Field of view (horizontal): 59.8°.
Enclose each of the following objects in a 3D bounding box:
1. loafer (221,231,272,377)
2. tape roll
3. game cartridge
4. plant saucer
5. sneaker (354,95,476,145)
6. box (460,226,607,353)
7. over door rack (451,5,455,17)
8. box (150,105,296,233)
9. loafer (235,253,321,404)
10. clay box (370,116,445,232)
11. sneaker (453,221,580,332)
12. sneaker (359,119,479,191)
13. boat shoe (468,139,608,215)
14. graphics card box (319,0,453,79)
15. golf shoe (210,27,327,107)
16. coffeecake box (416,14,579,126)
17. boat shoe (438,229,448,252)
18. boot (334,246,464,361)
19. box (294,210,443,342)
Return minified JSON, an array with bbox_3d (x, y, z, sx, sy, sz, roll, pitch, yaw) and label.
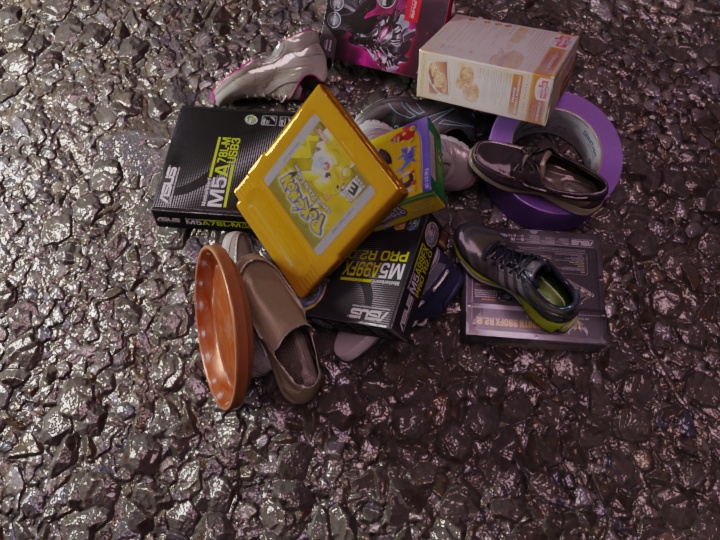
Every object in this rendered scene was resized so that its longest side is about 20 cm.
[{"bbox_3d":[-0.147,0.041,0.856,0.068,0.069,0.206,-18,77,26],"label":"loafer"},{"bbox_3d":[0.284,-0.165,0.937,0.193,0.066,0.206,0,70,1],"label":"tape roll"},{"bbox_3d":[-0.060,-0.096,0.792,0.200,0.032,0.178,-44,75,23],"label":"game cartridge"},{"bbox_3d":[-0.172,0.070,0.790,0.031,0.201,0.206,-7,68,-26],"label":"plant saucer"},{"bbox_3d":[0.084,-0.219,0.951,0.193,0.076,0.082,-10,73,-3],"label":"sneaker"},{"bbox_3d":[0.240,0.025,0.879,0.193,0.049,0.163,3,71,1],"label":"box"},{"bbox_3d":[0.067,-0.503,1.045,0.143,0.067,0.206,-15,92,-5],"label":"over door rack"},{"bbox_3d":[-0.191,-0.152,0.924,0.187,0.048,0.205,6,59,-1],"label":"box"},{"bbox_3d":[-0.097,0.069,0.793,0.075,0.068,0.204,-27,91,-30],"label":"loafer"},{"bbox_3d":[0.013,-0.111,0.823,0.195,0.047,0.118,-17,56,27],"label":"clay box"},{"bbox_3d":[0.209,-0.004,0.820,0.198,0.081,0.074,36,74,12],"label":"sneaker"},{"bbox_3d":[0.078,-0.153,0.903,0.194,0.083,0.089,12,29,2],"label":"sneaker"},{"bbox_3d":[0.245,-0.139,0.859,0.195,0.065,0.073,25,72,9],"label":"boat shoe"},{"bbox_3d":[0.038,-0.383,0.989,0.194,0.051,0.129,15,109,6],"label":"graphics card box"},{"bbox_3d":[-0.140,-0.296,0.979,0.196,0.076,0.093,-27,104,7],"label":"golf shoe"},{"bbox_3d":[0.201,-0.299,0.917,0.195,0.075,0.154,19,45,21],"label":"coffeecake box"},{"bbox_3d":[0.044,-0.090,0.907,0.196,0.072,0.069,28,73,13],"label":"boat shoe"},{"bbox_3d":[0.056,0.059,0.854,0.201,0.090,0.073,-48,32,8],"label":"boot"},{"bbox_3d":[0.000,0.000,0.833,0.196,0.044,0.164,5,66,42],"label":"box"}]
